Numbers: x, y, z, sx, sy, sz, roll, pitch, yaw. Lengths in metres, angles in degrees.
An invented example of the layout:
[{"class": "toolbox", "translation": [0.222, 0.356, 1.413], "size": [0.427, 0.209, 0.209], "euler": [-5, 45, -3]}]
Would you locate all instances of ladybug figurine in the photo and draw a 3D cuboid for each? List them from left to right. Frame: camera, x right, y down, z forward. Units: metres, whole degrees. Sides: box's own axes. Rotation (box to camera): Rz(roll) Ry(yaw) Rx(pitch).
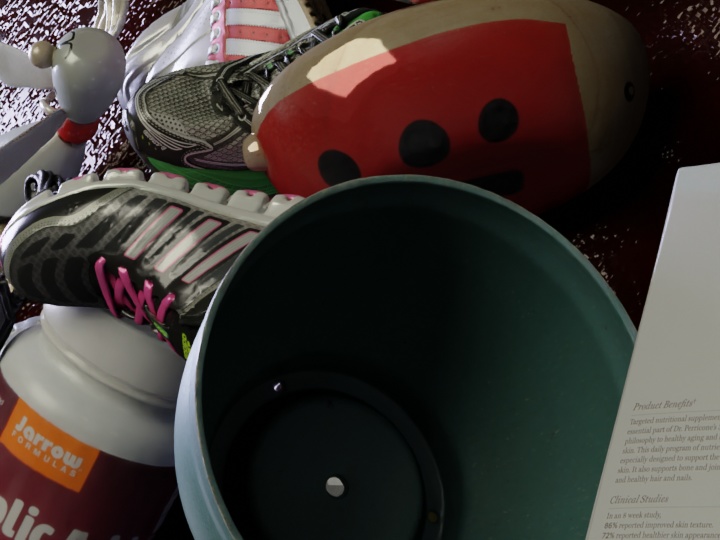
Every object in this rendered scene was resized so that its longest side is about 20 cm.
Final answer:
[{"class": "ladybug figurine", "translation": [0.044, -0.065, 1.099], "size": [0.198, 0.136, 0.072], "euler": [-13, 54, 0]}]

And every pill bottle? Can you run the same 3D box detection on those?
[{"class": "pill bottle", "translation": [-0.149, 0.100, 1.188], "size": [0.201, 0.114, 0.114], "euler": [-62, 35, 17]}]

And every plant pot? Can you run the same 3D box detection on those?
[{"class": "plant pot", "translation": [0.008, 0.078, 0.961], "size": [0.134, 0.199, 0.202], "euler": [139, 149, -62]}]

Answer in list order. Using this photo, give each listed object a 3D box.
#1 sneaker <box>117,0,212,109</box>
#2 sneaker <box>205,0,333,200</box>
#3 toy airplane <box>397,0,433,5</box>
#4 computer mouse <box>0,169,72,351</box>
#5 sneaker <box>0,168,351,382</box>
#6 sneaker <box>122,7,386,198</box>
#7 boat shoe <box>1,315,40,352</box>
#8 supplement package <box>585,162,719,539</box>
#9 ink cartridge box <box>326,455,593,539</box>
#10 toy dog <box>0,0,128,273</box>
[{"class": "sneaker", "translation": [-0.055, -0.149, 1.350], "size": [0.201, 0.078, 0.099], "euler": [-58, 43, 11]}, {"class": "sneaker", "translation": [-0.067, -0.114, 1.273], "size": [0.112, 0.071, 0.201], "euler": [-29, 66, 12]}, {"class": "toy airplane", "translation": [0.057, -0.229, 1.219], "size": [0.199, 0.141, 0.201], "euler": [-19, 51, 38]}, {"class": "computer mouse", "translation": [-0.206, 0.031, 1.211], "size": [0.201, 0.046, 0.141], "euler": [-62, 6, 12]}, {"class": "sneaker", "translation": [-0.078, 0.011, 1.073], "size": [0.198, 0.074, 0.088], "euler": [5, 52, 11]}, {"class": "sneaker", "translation": [-0.024, -0.096, 1.162], "size": [0.085, 0.199, 0.078], "euler": [104, 147, -55]}, {"class": "boat shoe", "translation": [-0.246, 0.076, 1.385], "size": [0.201, 0.074, 0.065], "euler": [-19, 44, 33]}, {"class": "supplement package", "translation": [0.191, 0.077, 0.837], "size": [0.151, 0.150, 0.201], "euler": [-6, 59, 46]}, {"class": "ink cartridge box", "translation": [0.034, 0.140, 1.052], "size": [0.200, 0.047, 0.198], "euler": [-37, 42, 19]}, {"class": "toy dog", "translation": [-0.211, -0.079, 1.394], "size": [0.132, 0.096, 0.201], "euler": [-101, 30, -57]}]
